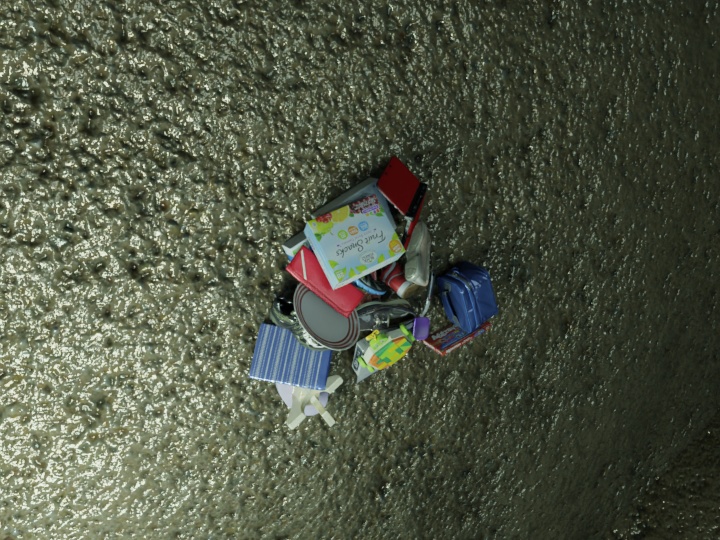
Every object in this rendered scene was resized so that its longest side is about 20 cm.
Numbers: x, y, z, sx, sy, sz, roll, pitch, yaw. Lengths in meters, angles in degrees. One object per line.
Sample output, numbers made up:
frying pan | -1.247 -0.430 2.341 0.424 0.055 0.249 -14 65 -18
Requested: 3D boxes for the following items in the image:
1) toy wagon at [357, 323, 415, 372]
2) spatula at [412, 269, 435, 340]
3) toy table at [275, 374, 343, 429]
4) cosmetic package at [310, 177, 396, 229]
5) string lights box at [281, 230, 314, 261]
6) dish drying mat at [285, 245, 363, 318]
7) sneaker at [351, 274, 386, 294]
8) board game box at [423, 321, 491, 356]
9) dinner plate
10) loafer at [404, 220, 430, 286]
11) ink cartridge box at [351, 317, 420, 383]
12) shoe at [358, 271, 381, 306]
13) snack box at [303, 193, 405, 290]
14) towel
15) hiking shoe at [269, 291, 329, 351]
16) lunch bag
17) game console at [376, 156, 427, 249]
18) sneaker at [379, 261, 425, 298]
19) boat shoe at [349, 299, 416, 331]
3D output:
toy wagon | 0.065 0.206 1.374 0.154 0.040 0.200 -38 153 3
spatula | 0.184 0.096 1.436 0.056 0.021 0.203 4 105 -30
toy table | -0.139 0.334 1.400 0.185 0.117 0.200 -50 121 -8
cosmetic package | -0.014 -0.130 1.370 0.199 0.052 0.152 -34 121 -18
string lights box | -0.113 -0.004 1.345 0.102 0.059 0.202 -35 119 -20
dish drying mat | -0.086 0.029 1.276 0.199 0.018 0.077 39 75 -12
sneaker | 0.000 0.000 1.337 0.199 0.070 0.083 36 79 -26
board game box | 0.304 0.198 1.624 0.198 0.103 0.020 -25 115 -22
dinner plate | -0.085 0.109 1.273 0.198 0.202 0.024 22 132 -33
loafer | 0.166 -0.046 1.447 0.062 0.072 0.203 30 51 -27
ink cartridge box | 0.068 0.225 1.500 0.196 0.044 0.201 -26 150 -24
shoe | 0.030 0.062 1.429 0.070 0.091 0.204 -7 108 -28
snack box | -0.014 -0.072 1.271 0.198 0.068 0.171 -24 80 -21
towel | -0.172 0.219 1.319 0.196 0.024 0.147 11 69 -5
hiking shoe | -0.142 0.130 1.289 0.198 0.101 0.076 27 59 7
lunch bag | 0.317 0.078 1.575 0.131 0.135 0.202 -32 118 -18
game console | 0.101 -0.176 1.374 0.117 0.201 0.174 18 128 7
sneaker | 0.128 0.019 1.491 0.072 0.112 0.199 -58 158 18
boat shoe | 0.059 0.124 1.372 0.197 0.065 0.073 -8 114 -27
